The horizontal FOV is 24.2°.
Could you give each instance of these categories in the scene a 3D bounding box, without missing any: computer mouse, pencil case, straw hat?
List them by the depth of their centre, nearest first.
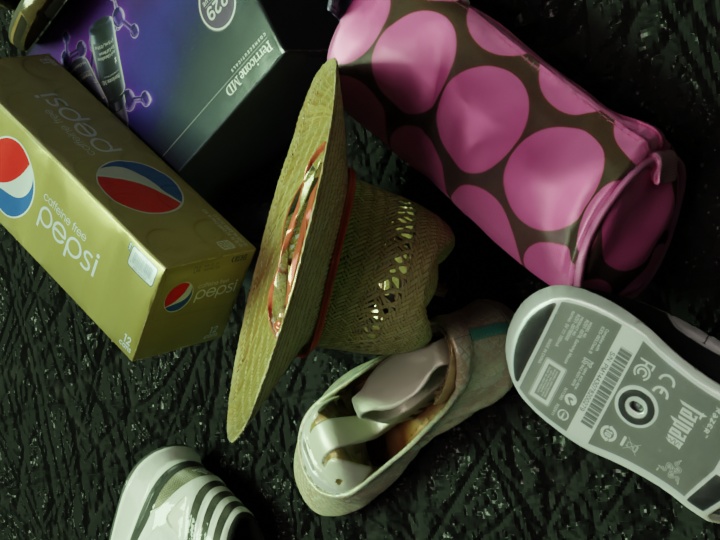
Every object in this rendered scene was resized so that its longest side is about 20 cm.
[{"bbox_3d":[0.155,0.066,0.719,0.199,0.044,0.110,34,125,14],"label":"computer mouse"},{"bbox_3d":[0.068,-0.071,0.797,0.200,0.090,0.094,43,110,32],"label":"pencil case"},{"bbox_3d":[0.000,0.000,0.805,0.201,0.084,0.203,-166,90,-82],"label":"straw hat"},{"bbox_3d":[-0.020,-0.008,0.930,0.199,0.034,0.059,10,100,45],"label":"computer mouse"}]

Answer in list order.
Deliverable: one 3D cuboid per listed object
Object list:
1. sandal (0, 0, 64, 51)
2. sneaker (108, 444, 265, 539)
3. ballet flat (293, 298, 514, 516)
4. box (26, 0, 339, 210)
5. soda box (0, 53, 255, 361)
[{"bbox_3d":[-0.198,-0.192,1.018,0.082,0.054,0.200,-52,22,18],"label":"sandal"},{"bbox_3d":[-0.113,0.219,1.018,0.115,0.075,0.202,34,115,41],"label":"sneaker"},{"bbox_3d":[0.008,0.073,0.888,0.200,0.062,0.068,-44,63,40],"label":"ballet flat"},{"bbox_3d":[-0.098,-0.123,0.968,0.200,0.078,0.142,-43,69,40],"label":"box"},{"bbox_3d":[-0.151,-0.040,0.932,0.200,0.067,0.064,43,125,28],"label":"soda box"}]
